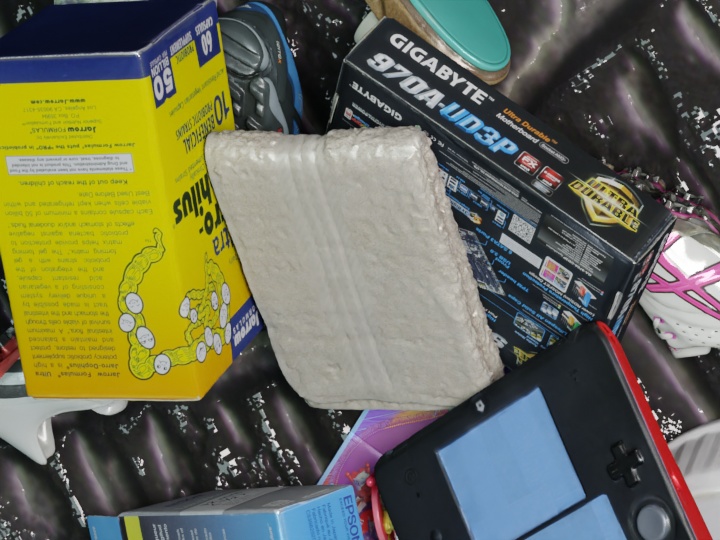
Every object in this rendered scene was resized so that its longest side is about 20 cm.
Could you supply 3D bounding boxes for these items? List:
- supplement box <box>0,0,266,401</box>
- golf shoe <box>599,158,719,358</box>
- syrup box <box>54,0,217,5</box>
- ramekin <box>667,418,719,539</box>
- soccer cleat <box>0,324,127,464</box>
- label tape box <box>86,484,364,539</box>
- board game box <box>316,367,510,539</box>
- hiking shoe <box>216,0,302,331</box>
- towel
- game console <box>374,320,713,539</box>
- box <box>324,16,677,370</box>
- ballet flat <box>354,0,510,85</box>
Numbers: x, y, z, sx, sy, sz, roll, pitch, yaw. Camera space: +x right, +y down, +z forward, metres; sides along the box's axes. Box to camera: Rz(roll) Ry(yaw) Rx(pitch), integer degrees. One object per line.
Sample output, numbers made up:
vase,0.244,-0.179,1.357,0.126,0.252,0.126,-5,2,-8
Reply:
supplement box,-0.133,-0.040,1.389,0.109,0.109,0.201,0,112,20
golf shoe,0.179,0.003,1.400,0.199,0.073,0.093,27,107,13
syrup box,-0.132,-0.152,1.476,0.078,0.081,0.202,6,99,16
ramekin,0.221,0.188,1.401,0.201,0.094,0.204,3,100,19
soccer cleat,-0.158,0.040,1.526,0.200,0.069,0.085,-40,98,19
label tape box,-0.074,0.207,1.509,0.199,0.066,0.144,-8,97,51
board game box,0.050,0.147,1.480,0.158,0.039,0.201,36,108,11
hiking shoe,-0.057,-0.062,1.467,0.074,0.087,0.201,9,117,18
towel,0.000,0.000,1.399,0.132,0.035,0.201,-1,130,22
game console,0.102,0.147,1.382,0.200,0.031,0.178,-36,75,39
box,0.067,-0.029,1.396,0.199,0.046,0.159,35,148,13
ballet flat,0.008,-0.175,1.441,0.200,0.068,0.072,52,129,5
